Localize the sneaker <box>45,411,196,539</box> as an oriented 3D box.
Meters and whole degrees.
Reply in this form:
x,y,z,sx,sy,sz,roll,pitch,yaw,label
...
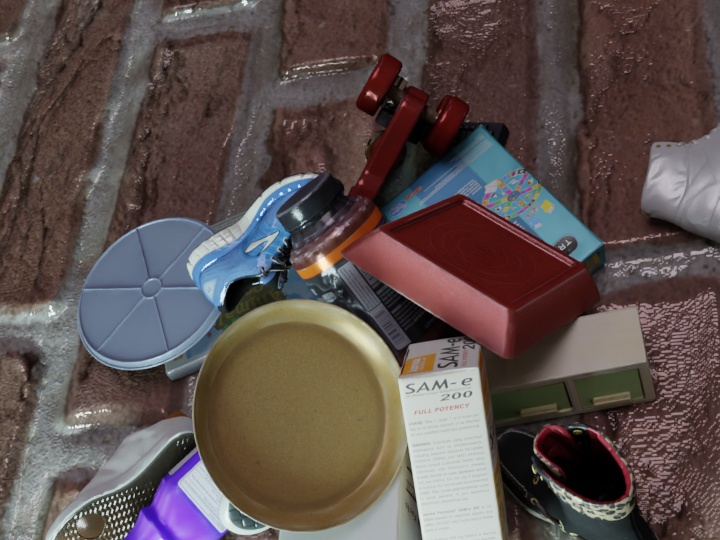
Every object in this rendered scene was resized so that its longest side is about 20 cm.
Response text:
x,y,z,sx,sy,sz,roll,pitch,yaw,label
-0.246,0.227,1.317,0.199,0.073,0.085,-38,28,-5,sneaker

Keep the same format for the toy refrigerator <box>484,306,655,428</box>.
x,y,z,sx,sy,sz,roll,pitch,yaw,label
0.181,0.102,1.220,0.197,0.076,0.071,-12,53,13,toy refrigerator

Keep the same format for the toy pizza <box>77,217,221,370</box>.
x,y,z,sx,sy,sz,roll,pitch,yaw,label
-0.233,0.028,1.436,0.197,0.032,0.203,-11,55,16,toy pizza

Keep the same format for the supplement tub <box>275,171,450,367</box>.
x,y,z,sx,sy,sz,roll,pitch,yaw,label
0.000,0.000,1.275,0.106,0.201,0.107,-36,11,9,supplement tub

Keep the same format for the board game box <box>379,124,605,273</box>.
x,y,z,sx,sy,sz,roll,pitch,yaw,label
0.138,-0.036,1.330,0.150,0.047,0.200,-39,62,-6,board game box

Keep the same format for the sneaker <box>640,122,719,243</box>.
x,y,z,sx,sy,sz,roll,pitch,yaw,label
0.364,-0.132,1.313,0.114,0.074,0.202,20,67,28,sneaker

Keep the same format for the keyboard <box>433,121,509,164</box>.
x,y,z,sx,sy,sz,roll,pitch,yaw,label
0.126,-0.085,1.408,0.125,0.021,0.202,8,61,25,keyboard

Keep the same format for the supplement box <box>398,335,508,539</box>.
x,y,z,sx,sy,sz,roll,pitch,yaw,label
0.086,0.171,1.108,0.072,0.204,0.126,-8,9,8,supplement box

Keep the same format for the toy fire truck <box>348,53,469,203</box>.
x,y,z,sx,sy,sz,roll,pitch,yaw,label
0.030,-0.139,1.393,0.111,0.200,0.169,31,97,-4,toy fire truck

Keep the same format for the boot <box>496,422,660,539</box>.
x,y,z,sx,sy,sz,roll,pitch,yaw,label
0.181,0.181,1.115,0.073,0.151,0.200,-40,52,-10,boot

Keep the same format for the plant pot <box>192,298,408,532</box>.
x,y,z,sx,sy,sz,roll,pitch,yaw,label
-0.052,0.127,1.103,0.197,0.027,0.204,4,77,-16,plant pot

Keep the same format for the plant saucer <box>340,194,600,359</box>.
x,y,z,sx,sy,sz,roll,pitch,yaw,label
0.114,-0.008,1.202,0.199,0.037,0.199,31,31,25,plant saucer

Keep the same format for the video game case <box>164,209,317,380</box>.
x,y,z,sx,sy,sz,roll,pitch,yaw,label
-0.144,0.014,1.443,0.197,0.022,0.184,-22,52,6,video game case

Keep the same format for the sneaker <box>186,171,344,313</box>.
x,y,z,sx,sy,sz,roll,pitch,yaw,label
-0.091,-0.026,1.348,0.199,0.078,0.090,-39,66,15,sneaker

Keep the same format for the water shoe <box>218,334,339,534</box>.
x,y,z,sx,sy,sz,roll,pitch,yaw,label
-0.075,0.149,1.155,0.079,0.071,0.202,-4,52,58,water shoe

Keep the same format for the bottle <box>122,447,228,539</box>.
x,y,z,sx,sy,sz,roll,pitch,yaw,label
-0.161,0.231,1.259,0.200,0.084,0.065,-43,11,-10,bottle

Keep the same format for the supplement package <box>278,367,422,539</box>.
x,y,z,sx,sy,sz,roll,pitch,yaw,label
0.003,0.213,1.181,0.119,0.120,0.203,-8,54,18,supplement package
